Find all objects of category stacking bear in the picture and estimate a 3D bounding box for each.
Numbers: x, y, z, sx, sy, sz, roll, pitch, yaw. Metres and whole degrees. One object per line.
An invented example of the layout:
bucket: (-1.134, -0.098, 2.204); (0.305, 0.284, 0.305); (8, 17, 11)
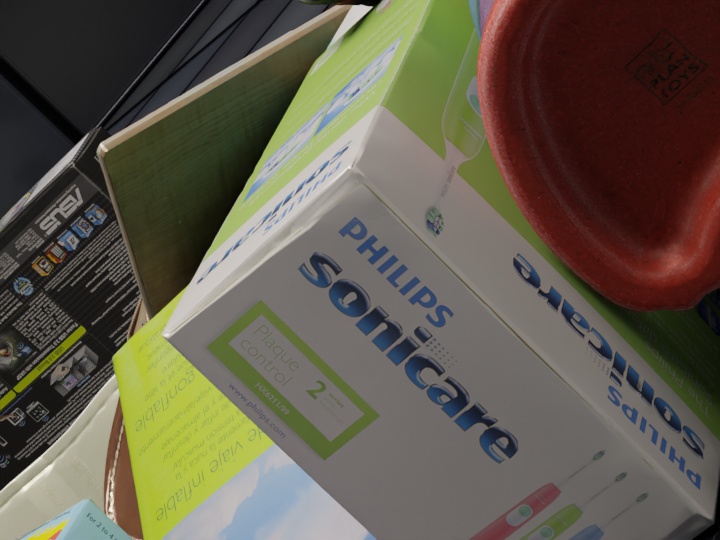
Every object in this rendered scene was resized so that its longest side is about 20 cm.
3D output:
stacking bear: (0.087, -0.103, 0.707); (0.121, 0.113, 0.201); (-43, 22, 24)

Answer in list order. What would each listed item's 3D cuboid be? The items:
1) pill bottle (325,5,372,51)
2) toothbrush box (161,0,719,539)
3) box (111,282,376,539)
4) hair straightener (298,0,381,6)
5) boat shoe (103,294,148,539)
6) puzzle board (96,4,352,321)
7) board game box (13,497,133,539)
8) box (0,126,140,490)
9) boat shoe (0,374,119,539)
pill bottle: (0.000, 0.000, 0.897); (0.201, 0.110, 0.111); (-58, 7, 19)
toothbrush box: (0.040, -0.002, 0.723); (0.086, 0.146, 0.200); (-40, 14, 26)
box: (-0.020, 0.075, 0.769); (0.122, 0.047, 0.201); (-42, 41, 26)
hair straightener: (0.033, -0.124, 0.822); (0.077, 0.041, 0.199); (-40, -21, 26)
boat shoe: (-0.079, 0.035, 1.069); (0.072, 0.075, 0.202); (51, -129, -65)
puzzle board: (-0.010, -0.050, 0.946); (0.199, 0.017, 0.151); (-33, -37, -17)
board game box: (-0.131, 0.195, 0.787); (0.103, 0.105, 0.200); (-31, 19, 53)
box: (-0.144, 0.044, 1.202); (0.200, 0.160, 0.044); (-41, 14, 31)
boat shoe: (-0.112, 0.093, 1.139); (0.201, 0.072, 0.060); (-39, -5, 0)
